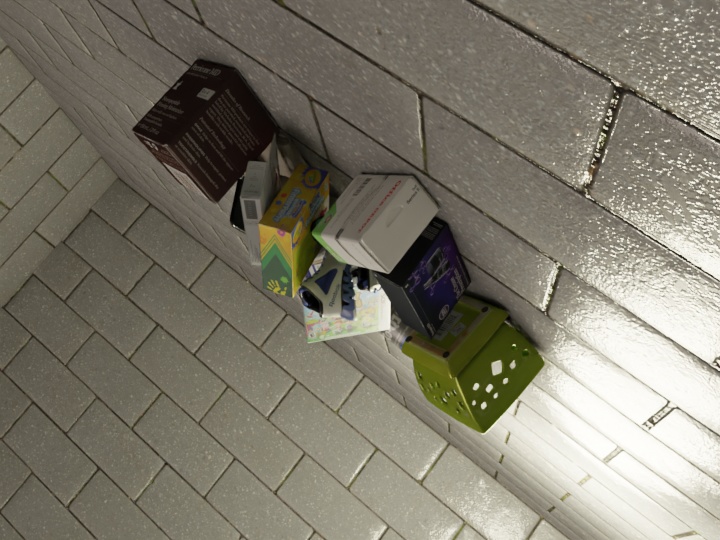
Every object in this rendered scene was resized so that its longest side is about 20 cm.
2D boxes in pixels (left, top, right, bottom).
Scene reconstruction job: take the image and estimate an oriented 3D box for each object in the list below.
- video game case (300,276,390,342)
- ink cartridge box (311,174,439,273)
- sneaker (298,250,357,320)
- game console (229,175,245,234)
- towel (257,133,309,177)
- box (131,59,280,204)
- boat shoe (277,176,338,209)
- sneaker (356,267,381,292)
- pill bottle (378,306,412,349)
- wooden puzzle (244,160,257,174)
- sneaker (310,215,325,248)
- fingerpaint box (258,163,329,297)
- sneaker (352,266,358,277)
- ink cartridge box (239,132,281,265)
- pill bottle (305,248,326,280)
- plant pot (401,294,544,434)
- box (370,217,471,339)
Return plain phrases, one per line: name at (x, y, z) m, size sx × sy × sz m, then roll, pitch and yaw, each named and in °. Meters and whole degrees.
video game case at (-0.030, 0.085, 1.714) m, size 0.184 × 0.195 × 0.022 m, roll 88°, pitch 171°, yaw -48°
ink cartridge box at (0.021, -0.085, 1.325) m, size 0.084 × 0.146 × 0.199 m, roll 44°, pitch 167°, yaw -24°
sneaker at (-0.072, 0.017, 1.576) m, size 0.081 × 0.112 × 0.202 m, roll 91°, pitch 171°, yaw -52°
game console at (-0.277, -0.175, 1.844) m, size 0.176 × 0.117 × 0.200 m, roll 42°, pitch -177°, yaw 25°
towel at (-0.174, -0.245, 1.623) m, size 0.198 × 0.035 × 0.133 m, roll 27°, pitch 162°, yaw 43°
box at (-0.301, -0.273, 1.512) m, size 0.165 × 0.201 × 0.165 m, roll 26°, pitch 161°, yaw 46°
boat shoe at (-0.108, -0.145, 1.686) m, size 0.198 × 0.072 × 0.060 m, roll 27°, pitch 160°, yaw 29°
sneaker at (0.054, 0.015, 1.603) m, size 0.200 × 0.115 × 0.080 m, roll 46°, pitch 168°, yaw -19°
pill bottle at (0.080, 0.107, 1.883) m, size 0.199 × 0.114 × 0.114 m, roll 36°, pitch 167°, yaw 15°
wooden puzzle at (-0.226, -0.217, 1.751) m, size 0.200 × 0.037 × 0.186 m, roll 46°, pitch -168°, yaw -37°
sneaker at (0.002, -0.059, 1.506) m, size 0.195 × 0.076 × 0.088 m, roll 8°, pitch 170°, yaw 8°
fingerpaint box at (-0.128, -0.080, 1.526) m, size 0.072 × 0.202 × 0.169 m, roll 15°, pitch 135°, yaw 12°
sneaker at (0.000, 0.000, 1.719) m, size 0.112 × 0.202 × 0.076 m, roll 14°, pitch -150°, yaw -28°
ink cartridge box at (-0.192, -0.139, 1.523) m, size 0.043 × 0.176 × 0.202 m, roll 3°, pitch 142°, yaw 2°
pill bottle at (-0.080, -0.001, 1.875) m, size 0.115 × 0.115 × 0.202 m, roll 29°, pitch 150°, yaw 41°
plant pot at (0.209, 0.165, 1.530) m, size 0.198 × 0.200 × 0.183 m, roll 22°, pitch 153°, yaw 56°
box at (0.114, 0.011, 1.391) m, size 0.078 × 0.142 × 0.201 m, roll 31°, pitch 165°, yaw 34°
